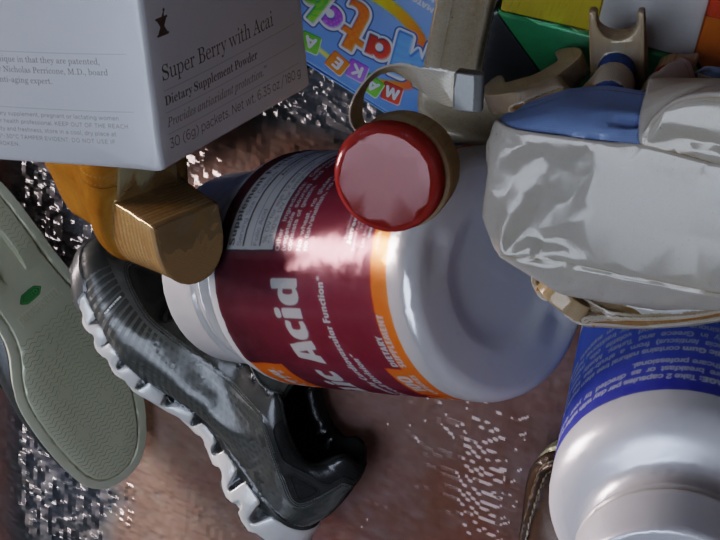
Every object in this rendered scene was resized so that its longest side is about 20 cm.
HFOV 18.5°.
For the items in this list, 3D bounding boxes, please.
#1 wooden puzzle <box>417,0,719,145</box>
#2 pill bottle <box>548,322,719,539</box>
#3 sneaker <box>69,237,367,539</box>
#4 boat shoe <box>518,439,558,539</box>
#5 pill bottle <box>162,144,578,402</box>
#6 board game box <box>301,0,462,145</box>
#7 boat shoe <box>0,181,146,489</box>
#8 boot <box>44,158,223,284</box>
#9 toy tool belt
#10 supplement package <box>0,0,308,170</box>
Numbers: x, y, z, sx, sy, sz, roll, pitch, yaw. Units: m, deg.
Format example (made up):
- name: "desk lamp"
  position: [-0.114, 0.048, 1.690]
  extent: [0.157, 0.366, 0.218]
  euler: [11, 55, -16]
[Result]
- name: "wooden puzzle"
  position: [0.125, -0.122, 0.941]
  extent: [0.184, 0.037, 0.201]
  euler: [15, 124, 6]
- name: "pill bottle"
  position: [0.140, 0.074, 0.943]
  extent: [0.111, 0.200, 0.113]
  euler: [7, 127, 10]
- name: "sneaker"
  position: [-0.067, 0.051, 1.163]
  extent: [0.090, 0.066, 0.200]
  euler: [-37, 93, 35]
- name: "boat shoe"
  position: [0.108, 0.186, 1.106]
  extent: [0.074, 0.075, 0.203]
  euler: [6, 114, 30]
- name: "pill bottle"
  position: [0.000, 0.000, 1.041]
  extent: [0.200, 0.114, 0.115]
  euler: [1, 113, 51]
- name: "board game box"
  position: [0.058, -0.150, 0.996]
  extent: [0.151, 0.037, 0.200]
  euler: [32, 124, 3]
- name: "boat shoe"
  position: [-0.182, 0.030, 1.234]
  extent: [0.201, 0.072, 0.068]
  euler: [61, 164, -13]
- name: "boot"
  position: [-0.121, -0.098, 1.040]
  extent: [0.144, 0.071, 0.202]
  euler: [31, 132, 52]
- name: "toy tool belt"
  position: [0.100, -0.044, 0.916]
  extent: [0.199, 0.123, 0.126]
  euler: [7, 111, 16]
- name: "supplement package"
  position: [-0.106, -0.153, 0.855]
  extent: [0.119, 0.121, 0.201]
  euler: [5, 113, 28]
